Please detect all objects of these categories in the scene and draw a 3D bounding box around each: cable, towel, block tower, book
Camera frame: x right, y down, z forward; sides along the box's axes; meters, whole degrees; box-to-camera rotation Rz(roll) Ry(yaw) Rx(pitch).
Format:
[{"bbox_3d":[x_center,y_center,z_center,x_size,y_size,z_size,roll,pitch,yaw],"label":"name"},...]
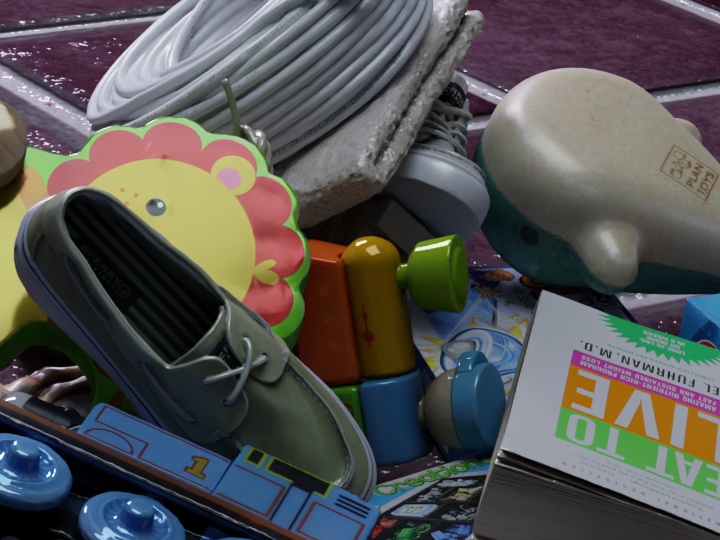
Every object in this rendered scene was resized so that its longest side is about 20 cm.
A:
[{"bbox_3d":[-0.055,-0.118,1.552,0.200,0.069,0.200,-38,19,0],"label":"cable"},{"bbox_3d":[-0.014,-0.078,1.542,0.132,0.034,0.200,-25,21,32],"label":"towel"},{"bbox_3d":[-0.041,-0.018,1.602,0.054,0.058,0.200,39,-16,-36],"label":"block tower"},{"bbox_3d":[0.133,0.082,1.358,0.134,0.048,0.200,18,23,2],"label":"book"}]

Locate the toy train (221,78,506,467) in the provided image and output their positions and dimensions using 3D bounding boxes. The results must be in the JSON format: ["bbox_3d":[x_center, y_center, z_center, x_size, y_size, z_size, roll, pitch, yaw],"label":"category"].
[{"bbox_3d":[0.000,0.000,1.394,0.116,0.200,0.085,-6,9,19],"label":"toy train"}]

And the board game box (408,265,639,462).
[{"bbox_3d":[0.088,0.048,1.552,0.135,0.034,0.200,-1,21,-14],"label":"board game box"}]

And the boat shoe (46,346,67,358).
[{"bbox_3d":[-0.135,0.017,1.497,0.072,0.068,0.200,18,0,-28],"label":"boat shoe"}]

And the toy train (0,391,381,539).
[{"bbox_3d":[-0.093,0.115,1.222,0.200,0.087,0.114,24,29,5],"label":"toy train"}]

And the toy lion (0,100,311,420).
[{"bbox_3d":[-0.124,0.014,1.328,0.192,0.069,0.200,17,64,1],"label":"toy lion"}]

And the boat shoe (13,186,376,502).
[{"bbox_3d":[-0.072,0.041,1.268,0.200,0.072,0.062,40,-18,-6],"label":"boat shoe"}]

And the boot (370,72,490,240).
[{"bbox_3d":[0.030,-0.071,1.586,0.074,0.096,0.200,34,-13,-20],"label":"boot"}]

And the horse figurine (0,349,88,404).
[{"bbox_3d":[-0.163,0.081,1.372,0.132,0.050,0.200,-15,33,-10],"label":"horse figurine"}]

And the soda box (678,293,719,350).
[{"bbox_3d":[0.268,0.046,1.548,0.200,0.064,0.068,-6,31,-28],"label":"soda box"}]

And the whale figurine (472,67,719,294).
[{"bbox_3d":[0.153,-0.025,1.605,0.200,0.104,0.159,29,40,1],"label":"whale figurine"}]

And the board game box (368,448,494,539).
[{"bbox_3d":[0.076,0.128,1.337,0.200,0.035,0.126,-13,28,-40],"label":"board game box"}]
